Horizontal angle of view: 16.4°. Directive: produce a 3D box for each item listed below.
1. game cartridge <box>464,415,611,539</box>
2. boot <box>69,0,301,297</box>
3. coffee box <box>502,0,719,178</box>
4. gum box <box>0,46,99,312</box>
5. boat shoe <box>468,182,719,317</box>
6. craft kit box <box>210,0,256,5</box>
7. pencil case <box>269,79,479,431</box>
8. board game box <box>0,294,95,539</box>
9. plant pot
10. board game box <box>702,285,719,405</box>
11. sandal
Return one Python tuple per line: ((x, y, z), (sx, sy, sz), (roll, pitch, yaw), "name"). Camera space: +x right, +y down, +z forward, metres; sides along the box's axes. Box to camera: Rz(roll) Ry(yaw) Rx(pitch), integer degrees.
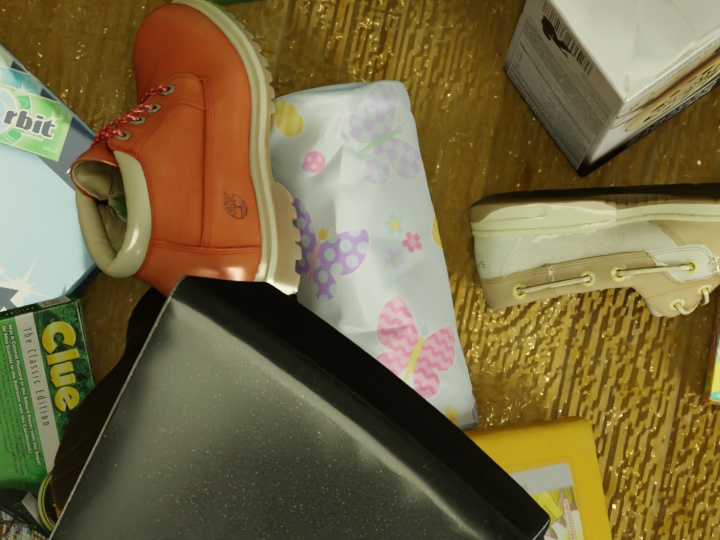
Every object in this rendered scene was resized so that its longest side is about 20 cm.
((0.066, 0.169, 1.253), (0.032, 0.199, 0.178), (-13, 84, 37), "game cartridge")
((-0.099, -0.068, 1.262), (0.107, 0.075, 0.201), (12, 46, -32), "boot")
((0.144, -0.125, 1.268), (0.113, 0.200, 0.080), (-35, 84, -5), "coffee box")
((-0.233, -0.021, 1.307), (0.170, 0.045, 0.200), (43, 83, 1), "gum box")
((0.157, -0.009, 1.319), (0.198, 0.074, 0.067), (0, 99, 15), "boat shoe")
((0.010, -0.182, 1.267), (0.196, 0.200, 0.049), (-8, 84, -5), "craft kit box")
((0.000, 0.000, 1.305), (0.090, 0.083, 0.202), (-12, 86, -16), "pencil case")
((-0.175, 0.122, 1.277), (0.104, 0.023, 0.202), (-13, 102, -16), "board game box")
((-0.027, 0.133, 1.091), (0.176, 0.200, 0.201), (27, 93, 7), "plant pot")
((0.247, -0.021, 1.352), (0.095, 0.030, 0.202), (10, 82, -2), "board game box")
((-0.096, 0.062, 1.262), (0.081, 0.201, 0.055), (-26, 115, 24), "sandal")
